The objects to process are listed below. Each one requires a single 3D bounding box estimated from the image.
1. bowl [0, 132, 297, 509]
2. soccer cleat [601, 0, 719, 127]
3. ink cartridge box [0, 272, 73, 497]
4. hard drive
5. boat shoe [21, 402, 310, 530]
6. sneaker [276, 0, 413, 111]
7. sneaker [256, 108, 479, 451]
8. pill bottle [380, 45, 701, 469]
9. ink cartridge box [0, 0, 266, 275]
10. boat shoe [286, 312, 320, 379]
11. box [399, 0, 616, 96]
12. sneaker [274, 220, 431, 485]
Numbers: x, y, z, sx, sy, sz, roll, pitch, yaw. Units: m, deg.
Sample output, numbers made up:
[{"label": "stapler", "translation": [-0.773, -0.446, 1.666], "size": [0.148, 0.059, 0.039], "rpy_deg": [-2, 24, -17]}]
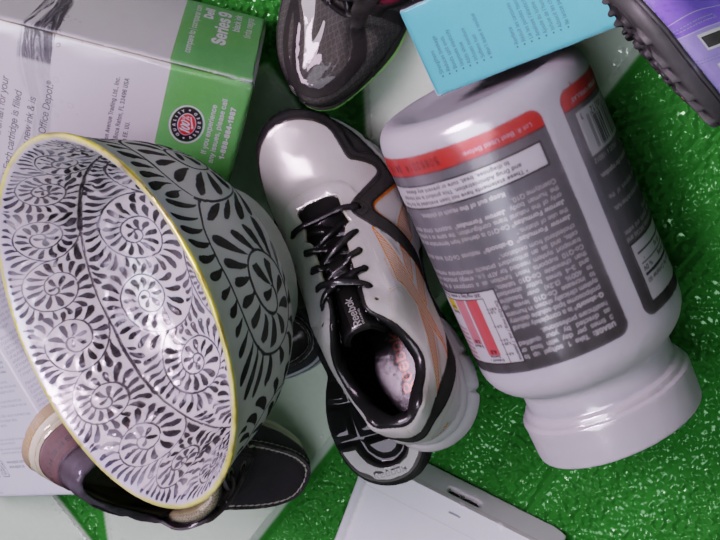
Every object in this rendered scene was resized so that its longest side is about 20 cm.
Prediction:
[{"label": "bowl", "translation": [-0.094, 0.012, 0.794], "size": [0.200, 0.094, 0.202], "rpy_deg": [28, 130, 39]}, {"label": "soccer cleat", "translation": [0.189, -0.094, 0.711], "size": [0.200, 0.068, 0.073], "rpy_deg": [29, 111, -37]}, {"label": "ink cartridge box", "translation": [-0.252, 0.054, 0.982], "size": [0.199, 0.041, 0.201], "rpy_deg": [-12, 112, 54]}, {"label": "hard drive", "translation": [0.036, 0.219, 0.986], "size": [0.131, 0.026, 0.201], "rpy_deg": [26, 120, 11]}, {"label": "boat shoe", "translation": [-0.104, 0.121, 0.911], "size": [0.065, 0.199, 0.072], "rpy_deg": [44, 109, 44]}, {"label": "sneaker", "translation": [0.005, -0.167, 0.789], "size": [0.077, 0.084, 0.200], "rpy_deg": [34, 122, 6]}, {"label": "sneaker", "translation": [0.000, 0.000, 0.805], "size": [0.074, 0.080, 0.201], "rpy_deg": [-31, 78, 15]}, {"label": "pill bottle", "translation": [0.099, -0.005, 0.803], "size": [0.115, 0.116, 0.201], "rpy_deg": [-17, 105, 29]}, {"label": "ink cartridge box", "translation": [-0.166, -0.087, 0.856], "size": [0.199, 0.084, 0.146], "rpy_deg": [14, 126, -7]}, {"label": "boat shoe", "translation": [-0.109, 0.047, 0.952], "size": [0.199, 0.057, 0.069], "rpy_deg": [-4, 111, 25]}, {"label": "box", "translation": [0.125, -0.149, 0.746], "size": [0.199, 0.082, 0.049], "rpy_deg": [-19, 104, 29]}, {"label": "sneaker", "translation": [0.001, 0.022, 0.884], "size": [0.075, 0.079, 0.201], "rpy_deg": [-11, 86, 18]}]
